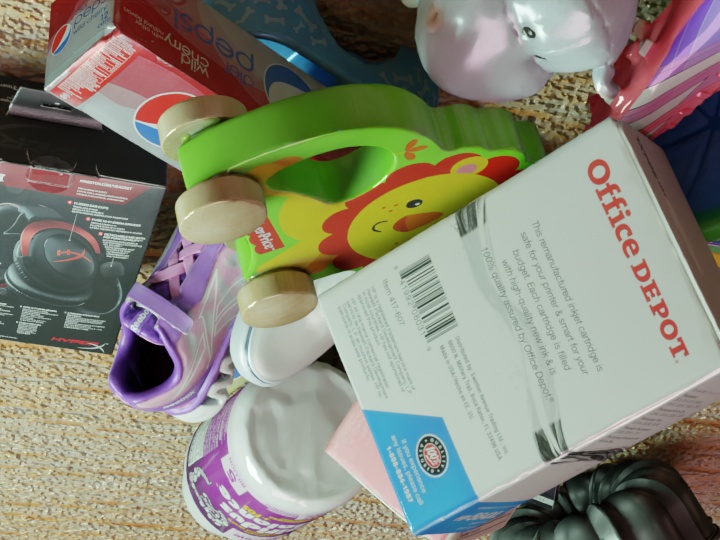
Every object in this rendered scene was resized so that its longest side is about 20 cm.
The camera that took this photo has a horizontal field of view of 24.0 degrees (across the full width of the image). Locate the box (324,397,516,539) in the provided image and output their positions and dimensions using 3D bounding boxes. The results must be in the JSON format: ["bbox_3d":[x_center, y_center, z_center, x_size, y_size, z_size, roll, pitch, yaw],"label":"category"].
[{"bbox_3d":[0.088,0.067,1.124,0.201,0.109,0.128,-58,160,12],"label":"box"}]

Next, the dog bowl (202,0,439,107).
[{"bbox_3d":[-0.036,-0.109,1.052,0.199,0.050,0.111,28,131,-33],"label":"dog bowl"}]

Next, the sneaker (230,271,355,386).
[{"bbox_3d":[0.000,0.000,1.092,0.200,0.071,0.073,-45,121,-13],"label":"sneaker"}]

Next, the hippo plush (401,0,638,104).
[{"bbox_3d":[0.104,-0.153,0.922,0.198,0.162,0.160,-16,139,15],"label":"hippo plush"}]

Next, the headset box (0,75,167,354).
[{"bbox_3d":[-0.211,-0.041,1.099,0.147,0.076,0.201,8,139,-15],"label":"headset box"}]

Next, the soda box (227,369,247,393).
[{"bbox_3d":[-0.082,0.024,1.199,0.067,0.065,0.199,28,132,-33],"label":"soda box"}]

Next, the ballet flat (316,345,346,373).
[{"bbox_3d":[-0.010,0.069,1.273,0.066,0.047,0.201,-2,141,-3],"label":"ballet flat"}]

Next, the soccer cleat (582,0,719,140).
[{"bbox_3d":[0.188,-0.122,0.915,0.076,0.067,0.201,26,124,-8],"label":"soccer cleat"}]

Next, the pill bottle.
[{"bbox_3d":[-0.070,0.144,1.281,0.111,0.114,0.200,11,158,-18],"label":"pill bottle"}]

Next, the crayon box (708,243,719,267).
[{"bbox_3d":[0.228,-0.091,1.090,0.117,0.059,0.201,10,139,-16],"label":"crayon box"}]

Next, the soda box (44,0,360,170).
[{"bbox_3d":[-0.083,-0.097,0.969,0.063,0.071,0.199,-32,134,31],"label":"soda box"}]

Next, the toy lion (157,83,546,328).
[{"bbox_3d":[0.007,-0.044,0.919,0.189,0.069,0.200,-17,156,5],"label":"toy lion"}]

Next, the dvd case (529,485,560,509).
[{"bbox_3d":[0.086,0.111,1.287,0.147,0.016,0.201,20,151,13],"label":"dvd case"}]

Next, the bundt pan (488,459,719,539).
[{"bbox_3d":[0.188,0.215,1.381,0.200,0.202,0.077,-22,95,21],"label":"bundt pan"}]

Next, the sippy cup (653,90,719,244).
[{"bbox_3d":[0.236,-0.067,0.982,0.130,0.141,0.177,21,179,-39],"label":"sippy cup"}]

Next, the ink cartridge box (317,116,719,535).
[{"bbox_3d":[0.097,0.034,0.915,0.199,0.147,0.084,-30,160,22],"label":"ink cartridge box"}]

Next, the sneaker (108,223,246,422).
[{"bbox_3d":[-0.112,0.013,1.112,0.088,0.080,0.202,-5,121,-53],"label":"sneaker"}]
